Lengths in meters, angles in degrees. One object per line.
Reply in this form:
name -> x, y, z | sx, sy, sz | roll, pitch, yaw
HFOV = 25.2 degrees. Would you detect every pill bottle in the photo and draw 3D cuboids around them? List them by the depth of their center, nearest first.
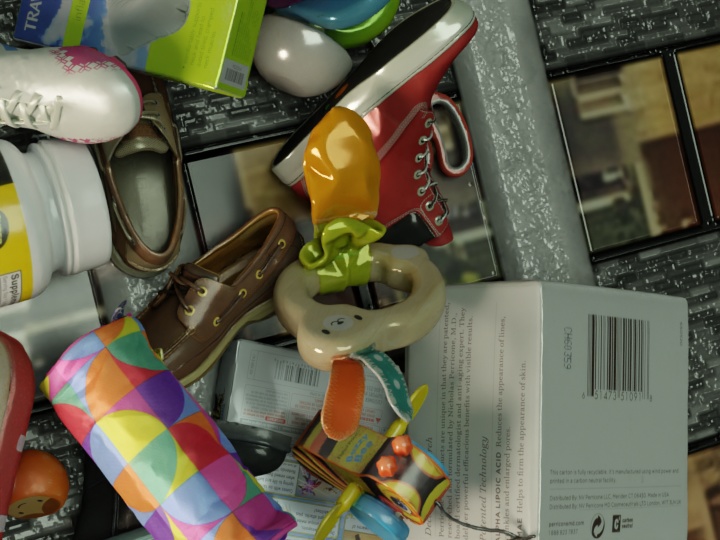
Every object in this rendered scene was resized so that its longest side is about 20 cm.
pill bottle -> -0.280, -0.025, 1.106 | 0.198, 0.114, 0.116 | -16, 92, -22

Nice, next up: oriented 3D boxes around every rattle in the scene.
rattle -> 0.000, 0.000, 1.101 | 0.129, 0.200, 0.144 | 18, 118, 1

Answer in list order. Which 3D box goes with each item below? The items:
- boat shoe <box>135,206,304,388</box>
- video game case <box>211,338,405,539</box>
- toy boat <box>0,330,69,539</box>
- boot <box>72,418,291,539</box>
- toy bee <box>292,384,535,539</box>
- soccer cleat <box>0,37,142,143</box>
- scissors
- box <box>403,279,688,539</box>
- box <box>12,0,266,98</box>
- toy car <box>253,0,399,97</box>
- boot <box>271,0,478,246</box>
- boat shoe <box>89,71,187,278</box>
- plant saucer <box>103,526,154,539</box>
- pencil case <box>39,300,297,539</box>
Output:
boat shoe -> -0.121, 0.024, 1.177 | 0.199, 0.072, 0.068 | -38, 135, -25
video game case -> -0.023, 0.161, 1.229 | 0.198, 0.045, 0.184 | 13, 80, -20
toy boat -> -0.258, 0.145, 1.107 | 0.130, 0.130, 0.203 | 20, 78, -42
boot -> -0.133, 0.206, 1.137 | 0.066, 0.163, 0.203 | 29, 66, -62
toy bee -> 0.025, 0.135, 1.114 | 0.109, 0.198, 0.132 | 58, 42, -48
soccer cleat -> -0.239, -0.117, 1.096 | 0.086, 0.198, 0.071 | -37, 132, -45
scissors -> 0.032, -0.166, 1.297 | 0.072, 0.014, 0.202 | -19, 90, -14
box -> 0.142, 0.114, 1.219 | 0.198, 0.130, 0.203 | 6, 83, -46
box -> -0.159, -0.202, 1.128 | 0.198, 0.048, 0.123 | 16, 93, 24
toy car -> -0.052, -0.241, 1.192 | 0.198, 0.150, 0.177 | 27, 77, -14
boot -> 0.048, -0.100, 1.225 | 0.144, 0.073, 0.200 | 40, 115, -14
boat shoe -> -0.163, -0.097, 1.180 | 0.075, 0.072, 0.202 | -14, 91, -22
plant saucer -> -0.196, 0.229, 1.113 | 0.198, 0.019, 0.071 | -19, 85, 10
pencil case -> -0.127, 0.120, 1.072 | 0.088, 0.089, 0.201 | -33, 78, -20
